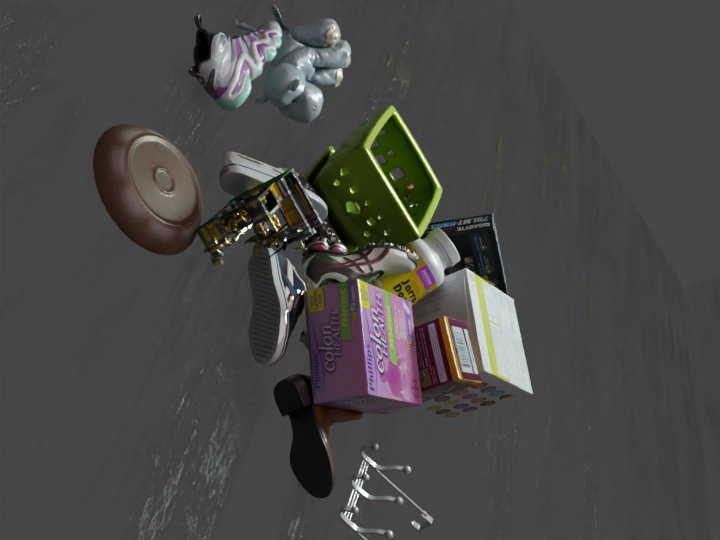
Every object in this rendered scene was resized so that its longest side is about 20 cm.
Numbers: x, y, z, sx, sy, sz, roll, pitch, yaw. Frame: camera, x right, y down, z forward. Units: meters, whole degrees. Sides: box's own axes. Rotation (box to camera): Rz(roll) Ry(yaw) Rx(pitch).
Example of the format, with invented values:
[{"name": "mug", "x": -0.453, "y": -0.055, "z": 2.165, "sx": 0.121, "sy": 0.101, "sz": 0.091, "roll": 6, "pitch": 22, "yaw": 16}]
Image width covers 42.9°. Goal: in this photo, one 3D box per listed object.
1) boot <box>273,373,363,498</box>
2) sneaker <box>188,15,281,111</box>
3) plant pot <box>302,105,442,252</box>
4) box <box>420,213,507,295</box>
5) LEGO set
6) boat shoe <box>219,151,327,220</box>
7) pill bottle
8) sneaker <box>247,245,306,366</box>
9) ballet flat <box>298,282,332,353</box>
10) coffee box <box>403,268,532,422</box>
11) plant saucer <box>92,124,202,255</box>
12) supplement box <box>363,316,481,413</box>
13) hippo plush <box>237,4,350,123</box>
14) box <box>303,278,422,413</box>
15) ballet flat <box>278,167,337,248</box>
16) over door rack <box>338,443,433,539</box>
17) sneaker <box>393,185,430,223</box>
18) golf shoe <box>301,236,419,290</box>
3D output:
[{"name": "boot", "x": -0.051, "y": 0.244, "z": 1.434, "sx": 0.189, "sy": 0.068, "sz": 0.200, "roll": 64, "pitch": 21, "yaw": 10}, {"name": "sneaker", "x": -0.218, "y": -0.379, "z": 1.522, "sx": 0.140, "sy": 0.078, "sz": 0.201, "roll": 42, "pitch": 54, "yaw": -28}, {"name": "plant pot", "x": 0.011, "y": -0.148, "z": 1.662, "sx": 0.200, "sy": 0.181, "sz": 0.199, "roll": 56, "pitch": 30, "yaw": -18}, {"name": "box", "x": 0.171, "y": -0.012, "z": 1.755, "sx": 0.200, "sy": 0.197, "sz": 0.050, "roll": 71, "pitch": 15, "yaw": -45}, {"name": "LEGO set", "x": -0.143, "y": -0.059, "z": 1.374, "sx": 0.116, "sy": 0.153, "sz": 0.200, "roll": 61, "pitch": 15, "yaw": -13}, {"name": "boat shoe", "x": -0.141, "y": -0.137, "z": 1.500, "sx": 0.199, "sy": 0.072, "sz": 0.066, "roll": 18, "pitch": 47, "yaw": -28}, {"name": "pill bottle", "x": 0.076, "y": 0.010, "z": 1.627, "sx": 0.104, "sy": 0.200, "sz": 0.104, "roll": 53, "pitch": -7, "yaw": 9}, {"name": "sneaker", "x": -0.122, "y": 0.059, "z": 1.403, "sx": 0.079, "sy": 0.078, "sz": 0.201, "roll": 27, "pitch": 46, "yaw": -41}, {"name": "ballet flat", "x": -0.058, "y": 0.056, "z": 1.529, "sx": 0.062, "sy": 0.067, "sz": 0.200, "roll": 38, "pitch": 38, "yaw": -22}, {"name": "coffee box", "x": 0.176, "y": 0.147, "z": 1.710, "sx": 0.198, "sy": 0.199, "sz": 0.201, "roll": 28, "pitch": 47, "yaw": -49}, {"name": "plant saucer", "x": -0.288, "y": -0.121, "z": 1.299, "sx": 0.200, "sy": 0.037, "sz": 0.201, "roll": 39, "pitch": 39, "yaw": -41}, {"name": "supplement box", "x": 0.090, "y": 0.164, "z": 1.554, "sx": 0.086, "sy": 0.199, "sz": 0.111, "roll": 17, "pitch": 56, "yaw": -55}, {"name": "hippo plush", "x": -0.106, "y": -0.360, "z": 1.638, "sx": 0.200, "sy": 0.159, "sz": 0.161, "roll": 43, "pitch": 37, "yaw": -37}, {"name": "box", "x": 0.008, "y": 0.124, "z": 1.440, "sx": 0.200, "sy": 0.096, "sz": 0.177, "roll": 24, "pitch": 57, "yaw": -59}, {"name": "ballet flat", "x": -0.091, "y": -0.085, "z": 1.569, "sx": 0.057, "sy": 0.066, "sz": 0.201, "roll": -37, "pitch": 101, "yaw": -49}, {"name": "over door rack", "x": 0.055, "y": 0.395, "z": 1.474, "sx": 0.200, "sy": 0.066, "sz": 0.148, "roll": 55, "pitch": 32, "yaw": -21}, {"name": "sneaker", "x": 0.083, "y": -0.114, "z": 1.828, "sx": 0.071, "sy": 0.098, "sz": 0.201, "roll": 60, "pitch": 13, "yaw": -25}, {"name": "golf shoe", "x": 0.000, "y": 0.000, "z": 1.531, "sx": 0.199, "sy": 0.077, "sz": 0.089, "roll": 2, "pitch": 67, "yaw": -10}]
